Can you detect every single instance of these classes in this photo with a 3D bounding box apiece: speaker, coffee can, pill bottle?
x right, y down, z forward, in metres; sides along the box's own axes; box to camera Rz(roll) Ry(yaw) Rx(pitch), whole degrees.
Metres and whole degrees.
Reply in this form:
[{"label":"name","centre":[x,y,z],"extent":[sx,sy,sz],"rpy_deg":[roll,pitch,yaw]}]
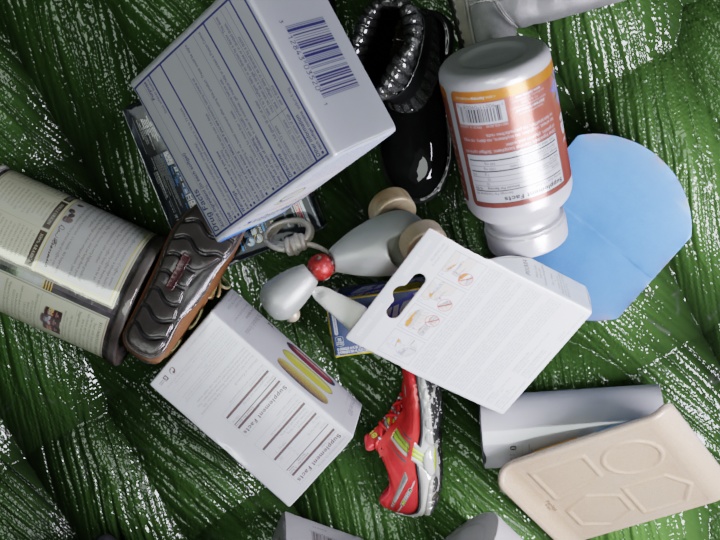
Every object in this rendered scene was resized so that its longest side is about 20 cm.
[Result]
[{"label":"speaker","centre":[0.228,0.169,1.336],"extent":[0.197,0.081,0.082],"rpy_deg":[-5,100,6]},{"label":"coffee can","centre":[-0.319,-0.006,1.320],"extent":[0.198,0.146,0.148],"rpy_deg":[24,102,1]},{"label":"pill bottle","centre":[0.149,-0.119,1.225],"extent":[0.111,0.113,0.202],"rpy_deg":[-11,117,7]}]

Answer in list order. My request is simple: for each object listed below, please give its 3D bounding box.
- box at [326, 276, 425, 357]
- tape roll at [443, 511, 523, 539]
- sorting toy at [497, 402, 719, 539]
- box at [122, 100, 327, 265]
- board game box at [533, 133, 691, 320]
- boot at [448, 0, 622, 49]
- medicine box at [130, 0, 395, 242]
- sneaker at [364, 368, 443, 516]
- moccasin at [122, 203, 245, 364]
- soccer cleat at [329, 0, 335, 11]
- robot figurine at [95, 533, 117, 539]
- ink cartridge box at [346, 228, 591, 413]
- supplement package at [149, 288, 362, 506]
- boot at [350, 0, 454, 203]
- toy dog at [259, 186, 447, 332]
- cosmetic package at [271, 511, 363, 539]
[{"label":"box","centre":[0.066,0.043,1.332],"extent":[0.197,0.070,0.065],"rpy_deg":[-9,99,7]},{"label":"tape roll","centre":[0.127,0.380,1.324],"extent":[0.139,0.203,0.203],"rpy_deg":[43,101,-4]},{"label":"sorting toy","centre":[0.268,0.217,1.309],"extent":[0.198,0.037,0.185],"rpy_deg":[-26,133,21]},{"label":"box","centre":[-0.145,-0.111,1.334],"extent":[0.157,0.046,0.202],"rpy_deg":[-21,98,8]},{"label":"board game box","centre":[0.251,-0.047,1.313],"extent":[0.157,0.039,0.201],"rpy_deg":[38,112,0]},{"label":"boot","centre":[0.196,-0.264,1.270],"extent":[0.198,0.073,0.184],"rpy_deg":[-14,101,1]},{"label":"medicine box","centre":[-0.097,-0.158,1.194],"extent":[0.199,0.103,0.184],"rpy_deg":[-31,87,43]},{"label":"sneaker","centre":[0.045,0.176,1.358],"extent":[0.084,0.077,0.203],"rpy_deg":[2,102,11]},{"label":"moccasin","centre":[-0.176,0.007,1.295],"extent":[0.073,0.078,0.203],"rpy_deg":[23,82,3]},{"label":"soccer cleat","centre":[-0.050,-0.222,1.300],"extent":[0.067,0.081,0.203],"rpy_deg":[3,83,44]},{"label":"robot figurine","centre":[-0.236,0.386,1.393],"extent":[0.199,0.150,0.125],"rpy_deg":[35,89,8]},{"label":"ink cartridge box","centre":[0.108,0.044,1.249],"extent":[0.198,0.048,0.161],"rpy_deg":[26,122,-18]},{"label":"supplement package","centre":[-0.109,0.135,1.344],"extent":[0.200,0.114,0.110],"rpy_deg":[41,102,-4]},{"label":"boot","centre":[0.040,-0.168,1.246],"extent":[0.078,0.158,0.214],"rpy_deg":[2,100,17]},{"label":"toy dog","centre":[0.000,0.000,1.277],"extent":[0.198,0.133,0.097],"rpy_deg":[-16,132,11]},{"label":"cosmetic package","centre":[-0.076,0.391,1.397],"extent":[0.107,0.085,0.202],"rpy_deg":[22,103,-10]}]
